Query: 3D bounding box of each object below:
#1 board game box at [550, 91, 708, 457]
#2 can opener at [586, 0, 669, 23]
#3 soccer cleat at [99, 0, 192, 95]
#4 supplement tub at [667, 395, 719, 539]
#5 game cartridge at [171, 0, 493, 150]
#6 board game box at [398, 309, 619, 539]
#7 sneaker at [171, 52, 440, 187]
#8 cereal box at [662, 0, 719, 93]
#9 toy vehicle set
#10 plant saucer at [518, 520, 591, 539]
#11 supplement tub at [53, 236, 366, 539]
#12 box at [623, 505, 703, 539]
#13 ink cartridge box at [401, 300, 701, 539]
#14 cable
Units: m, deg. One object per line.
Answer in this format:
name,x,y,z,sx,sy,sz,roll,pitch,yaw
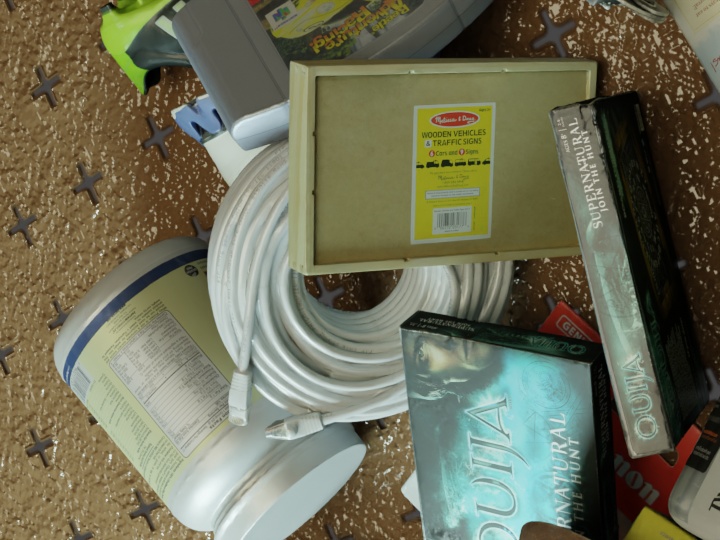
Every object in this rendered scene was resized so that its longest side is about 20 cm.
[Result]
board game box,0.161,-0.003,0.995,0.028,0.135,0.201,-13,93,21
can opener,0.119,-0.217,1.017,0.200,0.053,0.067,47,117,31
soccer cleat,-0.094,-0.184,1.186,0.199,0.068,0.081,-17,114,31
supplement tub,0.265,0.074,0.931,0.122,0.122,0.201,26,89,27
game cartridge,-0.013,-0.165,1.066,0.200,0.041,0.133,-33,57,2
board game box,0.096,0.129,1.063,0.135,0.028,0.201,9,119,32
sneaker,-0.022,-0.097,1.150,0.199,0.081,0.116,-20,103,28
cereal box,0.220,-0.222,0.976,0.144,0.039,0.201,-35,81,34
toy vehicle set,0.052,-0.066,1.034,0.026,0.199,0.125,-154,63,-62
plant saucer,0.162,0.221,0.960,0.200,0.200,0.035,33,72,24
supplement tub,-0.105,0.091,1.195,0.200,0.145,0.145,47,121,16
box,0.242,0.209,0.942,0.200,0.117,0.049,31,90,28
ink cartridge box,0.145,0.150,1.104,0.200,0.043,0.174,44,122,18
cable,0.000,0.000,1.093,0.069,0.199,0.201,-132,37,-68
